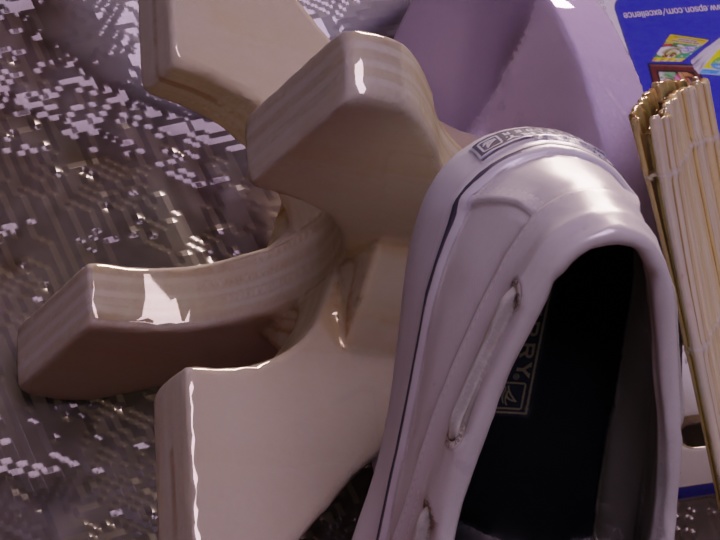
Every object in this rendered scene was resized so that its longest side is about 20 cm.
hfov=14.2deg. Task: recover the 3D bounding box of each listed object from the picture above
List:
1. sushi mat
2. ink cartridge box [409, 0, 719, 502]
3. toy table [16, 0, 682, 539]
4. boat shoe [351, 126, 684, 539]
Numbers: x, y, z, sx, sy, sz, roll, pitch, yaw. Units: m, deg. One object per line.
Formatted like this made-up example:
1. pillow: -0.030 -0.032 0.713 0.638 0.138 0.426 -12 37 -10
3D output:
1. sushi mat: 0.097 0.051 0.725 0.012 0.201 0.096 -10 8 16
2. ink cartridge box: 0.082 -0.019 0.833 0.094 0.037 0.201 -6 59 -16
3. toy table: 0.000 0.000 0.749 0.117 0.184 0.201 10 50 -30
4. boat shoe: 0.040 0.070 0.665 0.072 0.201 0.066 3 21 -18
